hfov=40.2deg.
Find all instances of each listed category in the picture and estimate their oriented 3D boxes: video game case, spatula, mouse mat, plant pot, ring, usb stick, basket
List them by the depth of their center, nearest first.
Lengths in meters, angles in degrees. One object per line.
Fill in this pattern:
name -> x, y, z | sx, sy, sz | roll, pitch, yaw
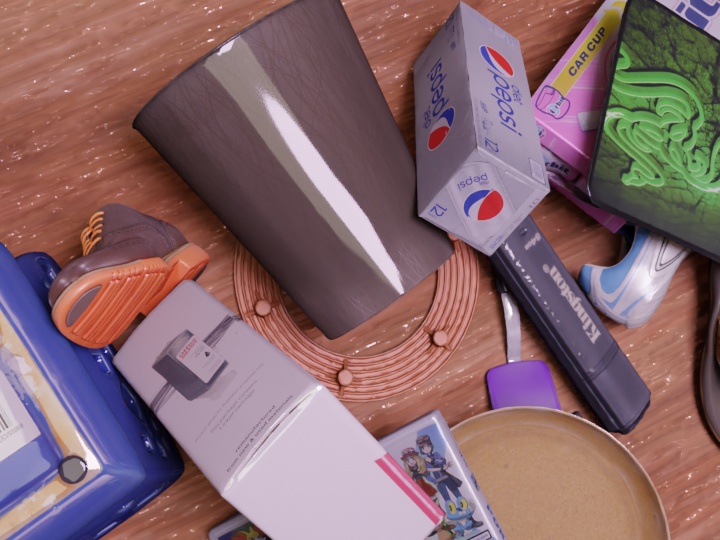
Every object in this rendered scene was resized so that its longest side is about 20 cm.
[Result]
plant pot -> -0.246, 0.107, 0.633 | 0.198, 0.180, 0.202 | -33, 88, -11
video game case -> 0.013, 0.224, 0.697 | 0.198, 0.022, 0.185 | -29, 87, 16
basket -> -0.033, -0.065, 0.698 | 0.179, 0.136, 0.202 | -34, 93, -22
plant pot -> 0.119, 0.196, 0.704 | 0.196, 0.027, 0.205 | 0, 92, 7
mouse mat -> 0.256, -0.096, 0.734 | 0.197, 0.007, 0.164 | 19, 79, -24
ring -> 0.000, 0.000, 0.769 | 0.196, 0.019, 0.205 | 1, 83, -8
usb stick -> 0.160, 0.037, 0.770 | 0.055, 0.032, 0.201 | -38, 96, -31
spatula -> 0.119, 0.034, 0.782 | 0.055, 0.021, 0.204 | -7, 83, -10

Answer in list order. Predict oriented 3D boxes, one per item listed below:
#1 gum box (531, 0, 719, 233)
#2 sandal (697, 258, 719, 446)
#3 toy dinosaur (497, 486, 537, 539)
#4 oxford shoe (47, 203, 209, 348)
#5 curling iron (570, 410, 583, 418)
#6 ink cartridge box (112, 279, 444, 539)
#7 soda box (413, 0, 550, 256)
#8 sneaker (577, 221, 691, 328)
gum box -> 0.209, -0.138, 0.774 | 0.113, 0.066, 0.201 | 36, 70, 6
sandal -> 0.317, 0.061, 0.780 | 0.080, 0.055, 0.205 | -1, 98, -10
toy dinosaur -> 0.106, 0.213, 0.738 | 0.196, 0.058, 0.103 | 8, 83, -8
oxford shoe -> -0.167, -0.002, 0.658 | 0.073, 0.200, 0.071 | 43, 98, 2
curling iron -> 0.219, 0.197, 0.773 | 0.049, 0.026, 0.202 | -34, 90, -5
ink cartridge box -> -0.059, 0.104, 0.633 | 0.085, 0.199, 0.146 | -46, 124, -9
soda box -> 0.082, -0.108, 0.709 | 0.063, 0.068, 0.202 | 26, 36, -20
sneaker -> 0.252, -0.044, 0.791 | 0.072, 0.072, 0.200 | 41, 74, 10
